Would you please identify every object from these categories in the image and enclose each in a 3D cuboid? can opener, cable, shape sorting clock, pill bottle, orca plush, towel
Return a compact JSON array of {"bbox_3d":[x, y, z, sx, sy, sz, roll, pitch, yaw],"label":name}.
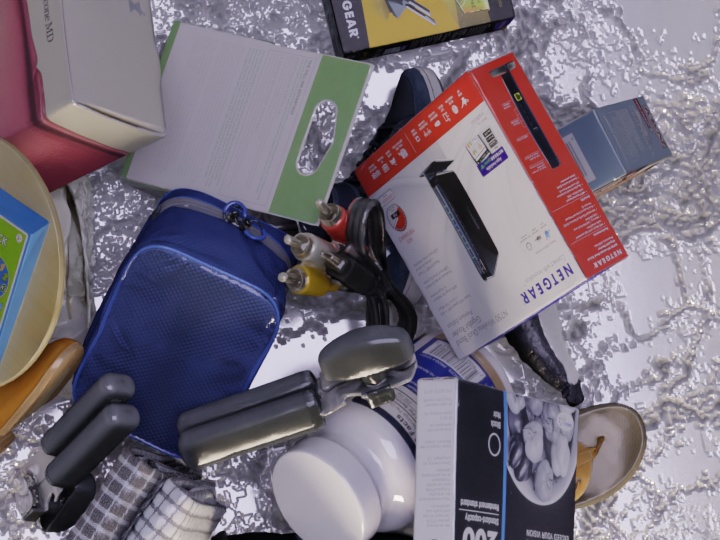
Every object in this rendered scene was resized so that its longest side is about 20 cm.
[{"bbox_3d":[-0.225,0.146,1.653,0.066,0.200,0.053,4,57,-32],"label":"can opener"},{"bbox_3d":[0.000,0.000,1.684,0.050,0.200,0.098,25,82,28],"label":"cable"},{"bbox_3d":[-0.301,-0.008,1.591,0.199,0.039,0.202,6,99,35],"label":"shape sorting clock"},{"bbox_3d":[-0.050,0.093,1.593,0.198,0.053,0.067,-23,118,6],"label":"can opener"},{"bbox_3d":[0.027,0.140,1.674,0.200,0.116,0.116,-34,89,-41],"label":"pill bottle"},{"bbox_3d":[0.133,0.029,1.779,0.105,0.071,0.201,-30,93,-54],"label":"orca plush"},{"bbox_3d":[-0.187,0.224,1.634,0.085,0.200,0.166,32,87,7],"label":"towel"}]

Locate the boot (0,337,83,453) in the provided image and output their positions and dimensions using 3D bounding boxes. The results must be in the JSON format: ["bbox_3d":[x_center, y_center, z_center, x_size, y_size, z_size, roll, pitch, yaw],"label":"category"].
[{"bbox_3d":[-0.311,0.065,1.646,0.144,0.201,0.071,49,47,2],"label":"boot"}]

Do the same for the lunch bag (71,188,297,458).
[{"bbox_3d":[-0.137,0.032,1.672,0.135,0.133,0.201,27,115,-7],"label":"lunch bag"}]

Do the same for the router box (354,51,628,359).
[{"bbox_3d":[0.098,-0.047,1.613,0.049,0.200,0.181,-26,83,-33],"label":"router box"}]

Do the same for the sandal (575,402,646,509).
[{"bbox_3d":[0.155,0.171,1.756,0.198,0.054,0.081,-17,86,-9],"label":"sandal"}]

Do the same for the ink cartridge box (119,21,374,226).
[{"bbox_3d":[-0.089,-0.118,1.716,0.198,0.048,0.147,15,81,25],"label":"ink cartridge box"}]

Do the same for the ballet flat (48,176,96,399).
[{"bbox_3d":[-0.254,0.006,1.719,0.071,0.072,0.202,-2,85,-7],"label":"ballet flat"}]

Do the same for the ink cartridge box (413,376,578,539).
[{"bbox_3d":[0.107,0.195,1.627,0.043,0.198,0.202,-3,79,34],"label":"ink cartridge box"}]

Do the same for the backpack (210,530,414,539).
[{"bbox_3d":[-0.014,0.285,1.663,0.198,0.178,0.152,-6,109,-15],"label":"backpack"}]

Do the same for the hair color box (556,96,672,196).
[{"bbox_3d":[0.185,-0.090,1.706,0.098,0.200,0.061,-28,88,20],"label":"hair color box"}]

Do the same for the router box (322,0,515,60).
[{"bbox_3d":[0.034,-0.293,1.794,0.156,0.052,0.202,-13,86,-9],"label":"router box"}]

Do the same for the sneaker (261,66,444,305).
[{"bbox_3d":[-0.005,-0.082,1.738,0.145,0.077,0.204,9,83,-23],"label":"sneaker"}]

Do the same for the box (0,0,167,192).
[{"bbox_3d":[-0.266,-0.141,1.649,0.199,0.109,0.129,-23,66,33],"label":"box"}]
